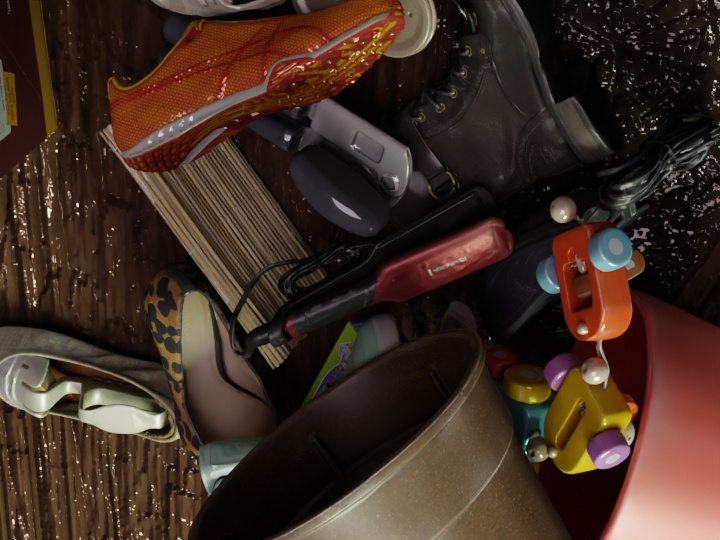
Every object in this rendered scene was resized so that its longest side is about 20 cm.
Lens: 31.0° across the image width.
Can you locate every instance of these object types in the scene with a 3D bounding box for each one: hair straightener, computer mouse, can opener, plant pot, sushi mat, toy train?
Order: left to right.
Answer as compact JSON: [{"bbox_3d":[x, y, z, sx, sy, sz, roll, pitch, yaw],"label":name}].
[{"bbox_3d":[-0.089,-0.036,0.883,0.012,0.096,0.201,-22,110,38],"label":"sushi mat"},{"bbox_3d":[-0.052,-0.101,0.836,0.199,0.066,0.053,36,132,15],"label":"can opener"},{"bbox_3d":[0.000,0.000,0.844,0.199,0.077,0.041,-29,128,11],"label":"hair straightener"},{"bbox_3d":[0.037,0.173,0.741,0.199,0.200,0.199,-30,101,24],"label":"plant pot"},{"bbox_3d":[0.121,0.048,0.781,0.055,0.152,0.200,-6,165,-24],"label":"toy train"},{"bbox_3d":[0.136,-0.028,0.837,0.053,0.138,0.200,47,131,11],"label":"computer mouse"},{"bbox_3d":[0.229,0.129,0.854,0.176,0.201,0.202,15,119,-7],"label":"plant pot"}]

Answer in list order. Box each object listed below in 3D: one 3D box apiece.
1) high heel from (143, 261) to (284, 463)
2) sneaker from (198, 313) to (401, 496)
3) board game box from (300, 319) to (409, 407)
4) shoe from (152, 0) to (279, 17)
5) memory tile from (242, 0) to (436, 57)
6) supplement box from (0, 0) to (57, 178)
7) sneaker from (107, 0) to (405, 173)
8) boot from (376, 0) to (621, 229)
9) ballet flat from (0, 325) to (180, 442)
[{"bbox_3d":[-0.091,0.090,0.899,0.071,0.143,0.201,-31,88,-16],"label":"high heel"},{"bbox_3d":[-0.044,0.114,0.862,0.117,0.074,0.202,13,111,-11],"label":"sneaker"},{"bbox_3d":[0.033,0.150,0.911,0.200,0.045,0.135,49,125,32],"label":"board game box"},{"bbox_3d":[-0.060,-0.195,0.778,0.198,0.053,0.071,-8,106,31],"label":"shoe"},{"bbox_3d":[-0.031,-0.226,0.792,0.199,0.017,0.155,23,120,20],"label":"memory tile"},{"bbox_3d":[-0.300,-0.150,0.810,0.131,0.200,0.199,4,117,10],"label":"supplement box"},{"bbox_3d":[-0.069,-0.128,0.783,0.198,0.073,0.078,-21,79,12],"label":"sneaker"},{"bbox_3d":[0.054,-0.110,0.833,0.173,0.069,0.201,-25,101,31],"label":"boot"},{"bbox_3d":[-0.218,0.087,0.989,0.198,0.062,0.068,9,118,8],"label":"ballet flat"}]
